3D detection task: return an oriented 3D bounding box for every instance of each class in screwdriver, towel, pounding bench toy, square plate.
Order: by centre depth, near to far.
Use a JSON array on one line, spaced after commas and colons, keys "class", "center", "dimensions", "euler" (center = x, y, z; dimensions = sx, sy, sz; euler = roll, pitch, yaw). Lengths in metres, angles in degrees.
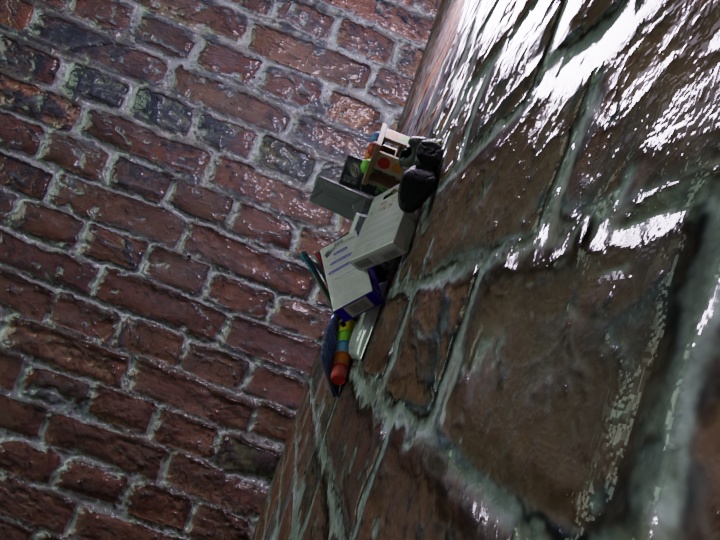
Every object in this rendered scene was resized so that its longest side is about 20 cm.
[{"class": "square plate", "center": [0.013, 0.123, 1.474], "dimensions": [0.198, 0.028, 0.202], "euler": [134, 156, -81]}, {"class": "screwdriver", "center": [0.009, 0.054, 1.504], "dimensions": [0.201, 0.028, 0.029], "euler": [-55, 30, -3]}, {"class": "pounding bench toy", "center": [0.075, -0.258, 1.572], "dimensions": [0.125, 0.155, 0.201], "euler": [-75, 6, -49]}, {"class": "towel", "center": [-0.099, 0.052, 1.574], "dimensions": [0.022, 0.201, 0.147], "euler": [-29, -18, -2]}, {"class": "towel", "center": [-0.071, 0.232, 1.636], "dimensions": [0.200, 0.024, 0.146], "euler": [-79, -23, -60]}]

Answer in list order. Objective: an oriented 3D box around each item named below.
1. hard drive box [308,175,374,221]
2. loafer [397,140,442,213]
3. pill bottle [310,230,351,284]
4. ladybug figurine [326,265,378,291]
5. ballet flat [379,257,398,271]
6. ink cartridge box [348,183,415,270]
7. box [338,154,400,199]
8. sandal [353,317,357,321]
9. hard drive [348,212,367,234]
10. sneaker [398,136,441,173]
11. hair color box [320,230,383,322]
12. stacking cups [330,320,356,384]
[{"class": "hard drive box", "center": [-0.032, -0.195, 1.689], "dimensions": [0.077, 0.155, 0.200], "euler": [-66, -17, 9]}, {"class": "loafer", "center": [0.125, -0.184, 1.241], "dimensions": [0.073, 0.072, 0.201], "euler": [101, -166, -52]}, {"class": "pill bottle", "center": [-0.028, -0.042, 1.661], "dimensions": [0.199, 0.120, 0.120], "euler": [-33, 3, -3]}, {"class": "ladybug figurine", "center": [0.000, 0.000, 1.545], "dimensions": [0.200, 0.136, 0.072], "euler": [-47, 37, 3]}, {"class": "ballet flat", "center": [0.069, -0.082, 1.436], "dimensions": [0.201, 0.072, 0.072], "euler": [-74, 6, -48]}, {"class": "ink cartridge box", "center": [0.064, -0.107, 1.351], "dimensions": [0.160, 0.050, 0.201], "euler": [-22, 37, 48]}, {"class": "box", "center": [0.041, -0.265, 1.734], "dimensions": [0.164, 0.199, 0.087], "euler": [-89, 20, -79]}, {"class": "sandal", "center": [-0.047, 0.158, 1.770], "dimensions": [0.055, 0.081, 0.202], "euler": [-154, 77, -77]}, {"class": "hard drive", "center": [0.014, -0.046, 1.588], "dimensions": [0.027, 0.131, 0.201], "euler": [47, 121, 54]}, {"class": "sneaker", "center": [0.124, -0.246, 1.389], "dimensions": [0.200, 0.080, 0.074], "euler": [116, 173, -54]}, {"class": "hair color box", "center": [-0.024, 0.012, 1.422], "dimensions": [0.109, 0.065, 0.201], "euler": [-28, 49, 15]}, {"class": "stacking cups", "center": [-0.044, 0.217, 1.600], "dimensions": [0.201, 0.060, 0.061], "euler": [-80, 11, -53]}]
